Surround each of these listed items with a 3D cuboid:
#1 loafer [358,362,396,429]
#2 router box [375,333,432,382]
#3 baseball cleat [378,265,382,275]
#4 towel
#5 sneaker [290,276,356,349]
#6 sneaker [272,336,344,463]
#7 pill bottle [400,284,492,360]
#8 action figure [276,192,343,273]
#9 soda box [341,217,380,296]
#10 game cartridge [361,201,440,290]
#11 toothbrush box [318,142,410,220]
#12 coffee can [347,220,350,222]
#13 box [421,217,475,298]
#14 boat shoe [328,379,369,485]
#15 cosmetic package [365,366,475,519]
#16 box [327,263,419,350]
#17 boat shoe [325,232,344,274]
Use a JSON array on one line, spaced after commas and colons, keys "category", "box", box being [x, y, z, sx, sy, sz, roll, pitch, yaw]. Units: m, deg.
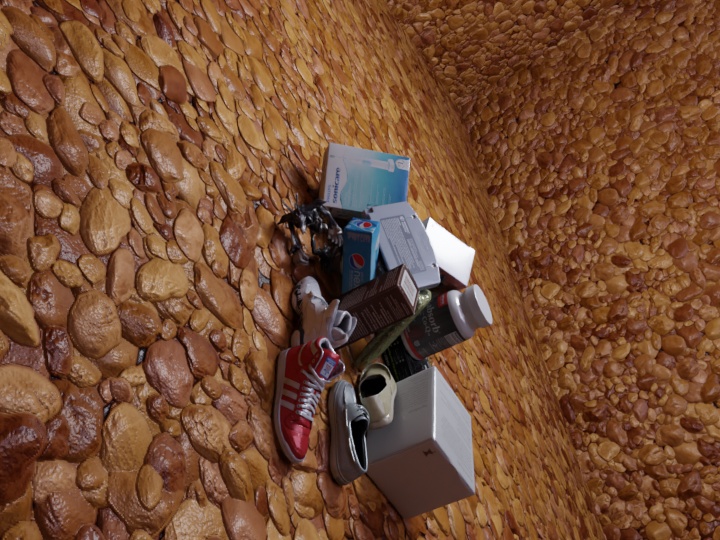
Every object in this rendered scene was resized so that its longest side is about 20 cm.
[{"category": "loafer", "box": [0.032, 0.231, 1.290, 0.201, 0.073, 0.070, -96, 171, -70]}, {"category": "router box", "box": [0.115, 0.223, 1.548, 0.149, 0.061, 0.205, 16, 53, -61]}, {"category": "baseball cleat", "box": [0.018, -0.004, 1.468, 0.108, 0.068, 0.203, -66, 149, -42]}, {"category": "towel", "box": [0.070, 0.122, 1.383, 0.036, 0.201, 0.148, 43, 15, 8]}, {"category": "sneaker", "box": [-0.067, 0.079, 1.211, 0.075, 0.113, 0.203, 47, 28, -37]}, {"category": "sneaker", "box": [-0.080, 0.200, 1.058, 0.071, 0.111, 0.204, 40, 33, -44]}, {"category": "pill bottle", "box": [0.193, 0.116, 1.488, 0.116, 0.197, 0.118, 48, 26, -34]}, {"category": "action figure", "box": [-0.089, -0.071, 1.320, 0.200, 0.117, 0.104, 44, 24, -52]}, {"category": "soda box", "box": [0.000, 0.000, 1.356, 0.068, 0.062, 0.206, -55, 152, -61]}, {"category": "game cartridge", "box": [0.092, -0.048, 1.398, 0.130, 0.041, 0.205, -12, 70, -25]}, {"category": "toothbrush box", "box": [0.006, -0.193, 1.494, 0.085, 0.194, 0.151, 146, -50, -73]}, {"category": "coffee can", "box": [0.024, -0.168, 1.628, 0.204, 0.144, 0.146, 61, 22, -9]}, {"category": "box", "box": [0.150, -0.009, 1.559, 0.150, 0.199, 0.108, 32, 56, -18]}, {"category": "boat shoe", "box": [-0.013, 0.283, 1.180, 0.070, 0.070, 0.204, 46, 29, -39]}, {"category": "cosmetic package", "box": [0.119, 0.340, 1.302, 0.169, 0.163, 0.202, 54, 24, -24]}, {"category": "box", "box": [0.015, 0.075, 1.290, 0.076, 0.196, 0.101, 58, 23, -16]}, {"category": "boat shoe", "box": [-0.033, -0.056, 1.490, 0.202, 0.063, 0.074, -70, 163, -55]}]
